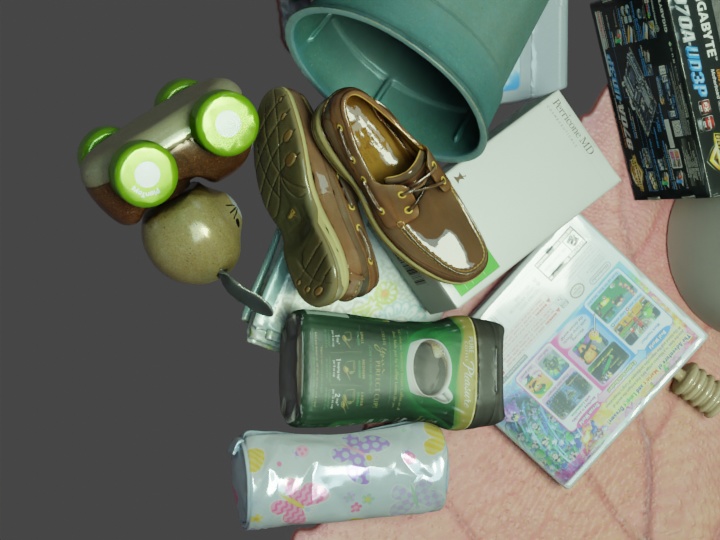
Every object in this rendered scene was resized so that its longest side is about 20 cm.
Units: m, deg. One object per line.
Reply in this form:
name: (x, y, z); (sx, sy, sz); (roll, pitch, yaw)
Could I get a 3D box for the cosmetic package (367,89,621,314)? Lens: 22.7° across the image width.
cosmetic package: (0.120, -0.061, 1.615); (0.200, 0.085, 0.108); (-38, 95, -16)

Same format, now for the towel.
towel: (0.000, 0.000, 1.647); (0.171, 0.048, 0.200); (24, 86, -17)

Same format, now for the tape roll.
tape roll: (0.411, -0.027, 1.705); (0.202, 0.139, 0.203); (0, 91, -14)

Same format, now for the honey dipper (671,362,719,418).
honey dipper: (0.269, 0.072, 1.724); (0.200, 0.038, 0.038); (36, 83, -11)

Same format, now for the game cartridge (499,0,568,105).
game cartridge: (0.099, -0.219, 1.672); (0.200, 0.040, 0.134); (-1, 95, -15)

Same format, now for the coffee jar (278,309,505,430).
coffee jar: (0.032, 0.089, 1.591); (0.200, 0.085, 0.104); (3, 82, -17)

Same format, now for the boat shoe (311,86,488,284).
boat shoe: (0.036, -0.071, 1.514); (0.072, 0.068, 0.200); (-40, 92, -17)

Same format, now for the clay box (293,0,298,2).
clay box: (-0.016, -0.301, 1.553); (0.048, 0.200, 0.115); (44, 81, -9)

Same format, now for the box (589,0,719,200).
box: (0.284, -0.165, 1.658); (0.046, 0.159, 0.200); (-15, 95, -16)

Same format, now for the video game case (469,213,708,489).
video game case: (0.196, 0.074, 1.692); (0.182, 0.024, 0.200); (43, 89, -8)

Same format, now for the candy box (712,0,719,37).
candy box: (0.412, -0.233, 1.668); (0.168, 0.200, 0.072); (1, 92, -15)

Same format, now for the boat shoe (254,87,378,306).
boat shoe: (-0.038, -0.065, 1.571); (0.068, 0.072, 0.200); (-5, 71, -39)

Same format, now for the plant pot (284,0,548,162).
plant pot: (0.070, -0.230, 1.554); (0.200, 0.200, 0.196); (38, 70, -13)

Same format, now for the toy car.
toy car: (-0.134, -0.051, 1.558); (0.158, 0.164, 0.200); (-33, 109, -11)

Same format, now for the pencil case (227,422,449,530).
pencil case: (-0.018, 0.182, 1.626); (0.200, 0.083, 0.091); (-5, 109, -14)
